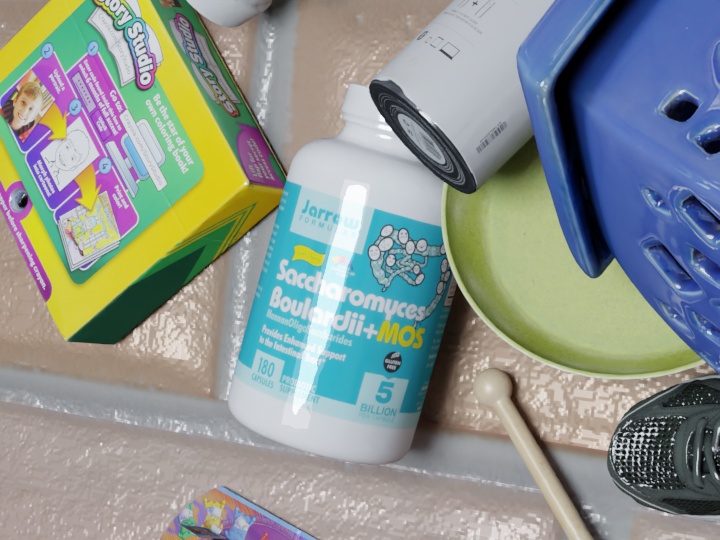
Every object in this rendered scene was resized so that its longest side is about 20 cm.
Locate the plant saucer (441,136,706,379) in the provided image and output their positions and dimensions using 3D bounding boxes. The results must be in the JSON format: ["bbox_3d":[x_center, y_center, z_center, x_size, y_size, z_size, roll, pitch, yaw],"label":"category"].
[{"bbox_3d":[0.142,-0.034,0.828,0.198,0.031,0.201,-7,67,15],"label":"plant saucer"}]

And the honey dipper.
[{"bbox_3d":[0.114,0.139,0.860,0.038,0.038,0.201,-41,65,22],"label":"honey dipper"}]

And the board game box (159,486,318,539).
[{"bbox_3d":[-0.072,0.232,0.960,0.199,0.039,0.159,24,98,31],"label":"board game box"}]

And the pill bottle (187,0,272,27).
[{"bbox_3d":[-0.025,-0.237,0.928,0.199,0.116,0.117,-31,71,26],"label":"pill bottle"}]

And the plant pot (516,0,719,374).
[{"bbox_3d":[0.186,-0.072,0.702,0.179,0.200,0.200,32,75,29],"label":"plant pot"}]

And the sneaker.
[{"bbox_3d":[0.211,0.085,0.775,0.199,0.086,0.081,-7,80,31],"label":"sneaker"}]

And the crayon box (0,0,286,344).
[{"bbox_3d":[-0.160,-0.083,1.031,0.172,0.058,0.201,-38,68,22],"label":"crayon box"}]

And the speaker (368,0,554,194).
[{"bbox_3d":[0.101,-0.137,0.820,0.200,0.081,0.081,-45,63,-9],"label":"speaker"}]

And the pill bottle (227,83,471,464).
[{"bbox_3d":[0.000,0.000,0.896,0.110,0.111,0.201,18,95,31],"label":"pill bottle"}]
